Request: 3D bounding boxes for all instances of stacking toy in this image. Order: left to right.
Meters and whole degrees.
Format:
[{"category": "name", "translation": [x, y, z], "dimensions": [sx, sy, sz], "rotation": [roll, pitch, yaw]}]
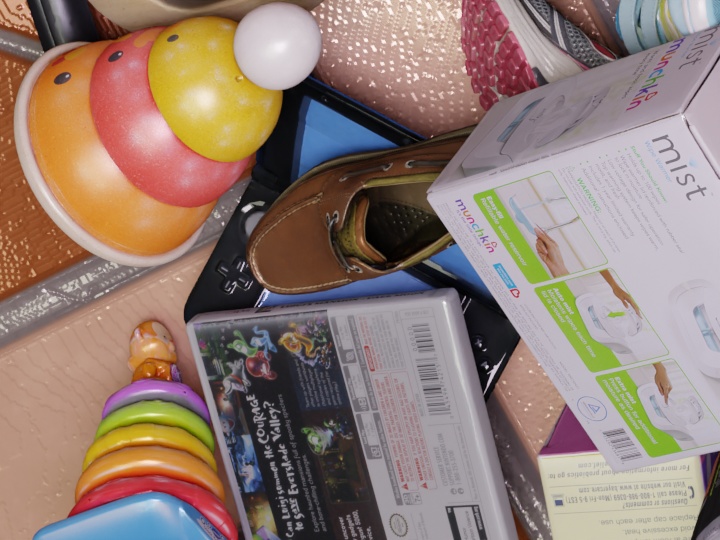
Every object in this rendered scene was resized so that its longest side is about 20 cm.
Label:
[{"category": "stacking toy", "translation": [-0.131, 0.112, 1.611], "dimensions": [0.109, 0.201, 0.116], "rotation": [-20, 136, 21]}, {"category": "stacking toy", "translation": [-0.093, -0.102, 1.483], "dimensions": [0.200, 0.146, 0.146], "rotation": [-30, 100, 38]}]

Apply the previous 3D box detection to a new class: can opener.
[{"category": "can opener", "translation": [-0.171, -0.119, 1.604], "dimensions": [0.063, 0.078, 0.201], "rotation": [-7, 110, 61]}]

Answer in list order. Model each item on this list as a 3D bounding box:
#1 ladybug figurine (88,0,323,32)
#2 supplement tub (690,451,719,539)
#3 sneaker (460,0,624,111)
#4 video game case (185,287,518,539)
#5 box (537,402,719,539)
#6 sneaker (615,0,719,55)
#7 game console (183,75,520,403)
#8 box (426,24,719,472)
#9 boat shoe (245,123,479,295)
[{"category": "ladybug figurine", "translation": [-0.083, -0.208, 1.526], "dimensions": [0.199, 0.072, 0.136], "rotation": [-11, 108, 20]}, {"category": "supplement tub", "translation": [0.239, 0.144, 1.354], "dimensions": [0.122, 0.200, 0.123], "rotation": [6, 114, 14]}, {"category": "sneaker", "translation": [0.123, -0.106, 1.476], "dimensions": [0.200, 0.074, 0.081], "rotation": [54, 153, 30]}, {"category": "video game case", "translation": [-0.002, 0.113, 1.566], "dimensions": [0.181, 0.023, 0.201], "rotation": [-6, 109, 26]}, {"category": "box", "translation": [0.186, 0.161, 1.530], "dimensions": [0.096, 0.176, 0.201], "rotation": [-5, 109, 19]}, {"category": "sneaker", "translation": [0.183, -0.140, 1.408], "dimensions": [0.130, 0.200, 0.080], "rotation": [4, 91, 31]}, {"category": "game console", "translation": [0.000, 0.000, 1.540], "dimensions": [0.199, 0.118, 0.171], "rotation": [28, 89, 12]}, {"category": "box", "translation": [0.166, -0.007, 1.342], "dimensions": [0.176, 0.097, 0.200], "rotation": [-18, 115, 42]}, {"category": "boat shoe", "translation": [0.005, -0.032, 1.473], "dimensions": [0.199, 0.068, 0.072], "rotation": [-25, 101, 32]}]
